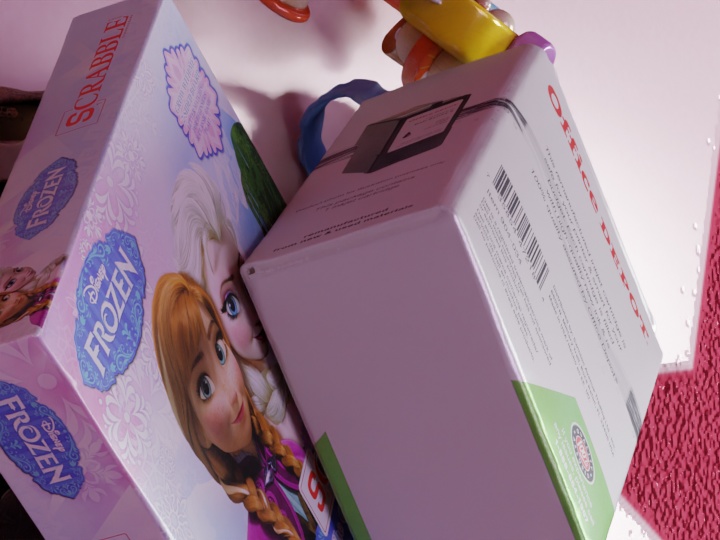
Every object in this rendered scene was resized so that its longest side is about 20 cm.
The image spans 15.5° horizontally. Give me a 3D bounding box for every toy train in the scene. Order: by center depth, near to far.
[{"bbox_3d":[-0.001,-0.120,1.101,0.200,0.150,0.056,31,97,-39],"label":"toy train"}]

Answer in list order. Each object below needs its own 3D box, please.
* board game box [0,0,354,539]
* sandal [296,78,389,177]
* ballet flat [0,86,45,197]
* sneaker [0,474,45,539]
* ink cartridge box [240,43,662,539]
[{"bbox_3d":[-0.056,0.039,0.897,0.200,0.041,0.200,61,24,-31],"label":"board game box"},{"bbox_3d":[0.000,0.000,1.117,0.087,0.079,0.200,35,53,-42],"label":"sandal"},{"bbox_3d":[-0.095,-0.038,0.995,0.200,0.067,0.068,-7,94,-52],"label":"ballet flat"},{"bbox_3d":[-0.149,0.134,0.886,0.200,0.060,0.104,-36,113,-15],"label":"sneaker"},{"bbox_3d":[0.041,0.018,0.989,0.200,0.084,0.146,-58,128,-66],"label":"ink cartridge box"}]
